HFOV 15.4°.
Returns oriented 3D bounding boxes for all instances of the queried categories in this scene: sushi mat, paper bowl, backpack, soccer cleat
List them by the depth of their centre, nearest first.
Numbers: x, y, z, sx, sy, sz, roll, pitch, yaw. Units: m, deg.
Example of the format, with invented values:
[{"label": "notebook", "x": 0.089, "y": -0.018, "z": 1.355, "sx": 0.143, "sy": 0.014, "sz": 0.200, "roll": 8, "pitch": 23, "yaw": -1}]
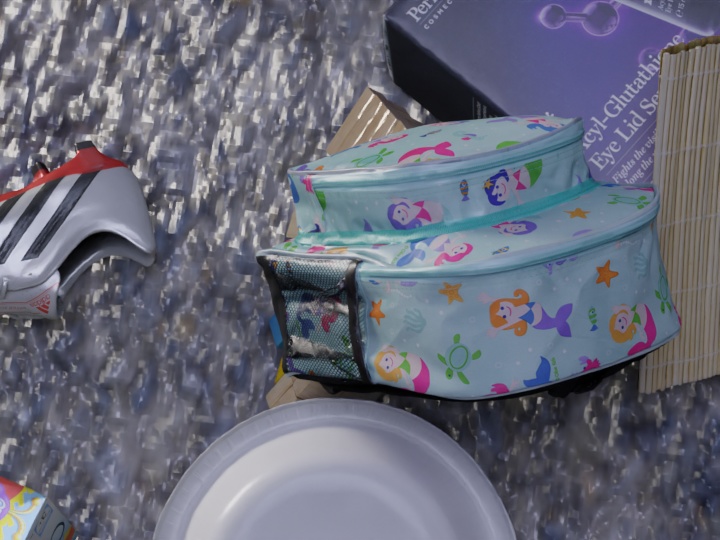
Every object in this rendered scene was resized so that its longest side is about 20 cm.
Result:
[{"label": "backpack", "x": 0.064, "y": -0.003, "z": 1.387, "sx": 0.177, "sy": 0.200, "sz": 0.151, "roll": -17, "pitch": 108, "yaw": -34}, {"label": "paper bowl", "x": -0.014, "y": 0.167, "z": 1.418, "sx": 0.200, "sy": 0.104, "sz": 0.201, "roll": 0, "pitch": 84, "yaw": 1}, {"label": "sushi mat", "x": 0.193, "y": -0.032, "z": 1.447, "sx": 0.096, "sy": 0.200, "sz": 0.012, "roll": -12, "pitch": 26, "yaw": -31}, {"label": "soccer cleat", "x": -0.212, "y": 0.000, "z": 1.520, "sx": 0.200, "sy": 0.069, "sz": 0.085, "roll": -26, "pitch": 69, "yaw": -9}]

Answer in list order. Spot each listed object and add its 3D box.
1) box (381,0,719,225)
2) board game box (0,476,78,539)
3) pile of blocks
[{"label": "box", "x": 0.132, "y": -0.119, "z": 1.515, "sx": 0.200, "sy": 0.104, "sz": 0.148, "roll": 39, "pitch": 80, "yaw": 13}, {"label": "board game box", "x": -0.272, "y": 0.142, "z": 1.459, "sx": 0.200, "sy": 0.103, "sz": 0.105, "roll": 21, "pitch": 76, "yaw": 10}, {"label": "pile of blocks", "x": 0.000, "y": 0.000, "z": 1.519, "sx": 0.062, "sy": 0.082, "sz": 0.200, "roll": 24, "pitch": 83, "yaw": -34}]
